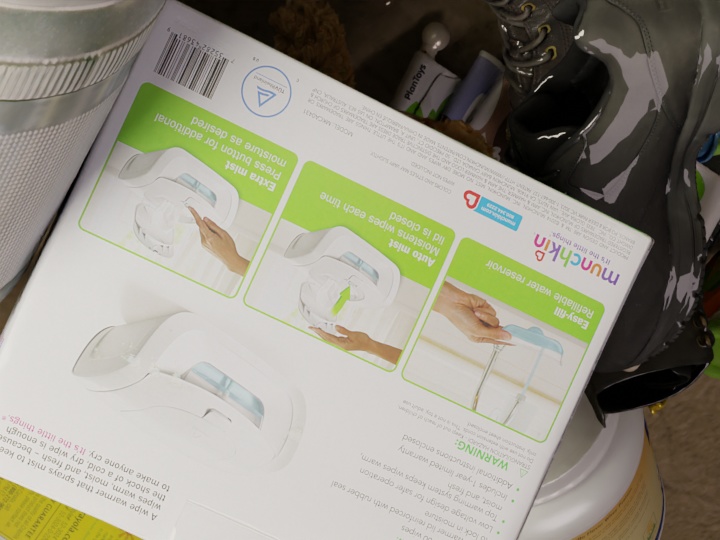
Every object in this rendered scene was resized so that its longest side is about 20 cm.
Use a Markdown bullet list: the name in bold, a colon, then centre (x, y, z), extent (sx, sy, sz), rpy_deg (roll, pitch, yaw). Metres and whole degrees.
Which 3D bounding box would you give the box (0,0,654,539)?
- **box**: centre (-0.023, 0.024, 0.640), extent (0.199, 0.097, 0.177), rpy_deg (24, 89, -11)

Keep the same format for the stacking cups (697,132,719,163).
- **stacking cups**: centre (0.154, -0.077, 0.873), extent (0.199, 0.061, 0.061), rpy_deg (-13, 146, -18)

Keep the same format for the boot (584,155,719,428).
- **boot**: centre (0.181, -0.005, 0.922), extent (0.199, 0.139, 0.078), rpy_deg (-24, 148, -4)

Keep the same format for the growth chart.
- **growth chart**: centre (0.088, -0.037, 0.825), extent (0.199, 0.018, 0.146), rpy_deg (21, 92, -22)

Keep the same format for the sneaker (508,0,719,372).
- **sneaker**: centre (0.102, -0.041, 0.732), extent (0.090, 0.076, 0.201), rpy_deg (-8, 125, -20)

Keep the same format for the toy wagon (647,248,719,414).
- **toy wagon**: centre (0.226, 0.008, 0.998), extent (0.200, 0.040, 0.155), rpy_deg (-46, 180, 30)

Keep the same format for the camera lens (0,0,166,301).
- **camera lens**: centre (-0.153, -0.086, 0.552), extent (0.159, 0.161, 0.200), rpy_deg (1, 140, -36)

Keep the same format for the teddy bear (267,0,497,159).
- **teddy bear**: centre (-0.041, -0.047, 0.735), extent (0.198, 0.067, 0.146), rpy_deg (-8, 115, 7)

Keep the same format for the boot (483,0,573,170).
- **boot**: centre (0.075, -0.098, 0.741), extent (0.199, 0.069, 0.175), rpy_deg (-17, 131, -16)

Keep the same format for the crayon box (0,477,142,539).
- **crayon box**: centre (-0.149, 0.172, 0.844), extent (0.051, 0.199, 0.127), rpy_deg (-55, -178, 42)

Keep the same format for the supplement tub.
- **supplement tub**: centre (0.104, 0.113, 1.033), extent (0.144, 0.145, 0.200), rpy_deg (-26, 149, 1)
